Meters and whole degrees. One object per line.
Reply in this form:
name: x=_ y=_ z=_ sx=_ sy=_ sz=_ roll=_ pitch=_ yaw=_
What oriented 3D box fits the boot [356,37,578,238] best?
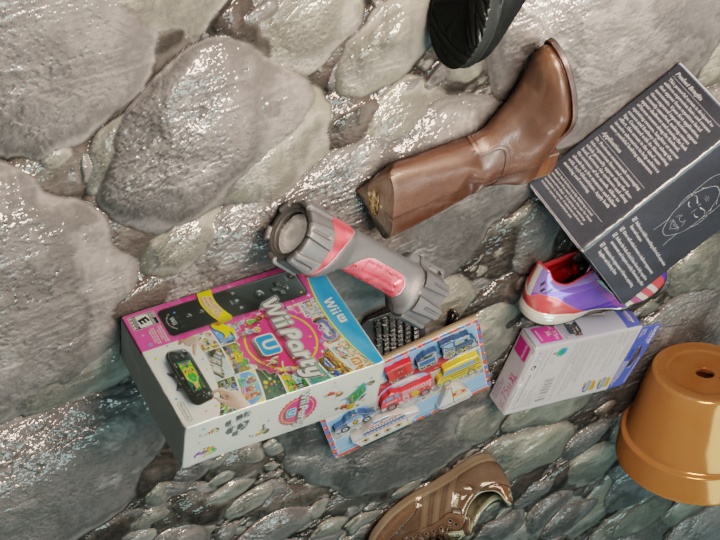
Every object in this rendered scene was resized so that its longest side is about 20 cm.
boot: x=0.095 y=-0.116 z=1.372 sx=0.199 sy=0.064 sz=0.187 roll=-19 pitch=145 yaw=-15

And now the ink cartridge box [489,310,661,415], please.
ink cartridge box: x=0.260 y=0.106 z=1.800 sx=0.199 sy=0.042 sz=0.120 roll=-8 pitch=138 yaw=-30

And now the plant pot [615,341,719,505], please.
plant pot: x=0.438 y=0.187 z=1.936 sx=0.199 sy=0.200 sz=0.141 roll=-15 pitch=125 yaw=-26

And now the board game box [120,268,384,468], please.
board game box: x=-0.101 y=0.081 z=1.366 sx=0.199 sy=0.148 sz=0.065 roll=-17 pitch=140 yaw=-25

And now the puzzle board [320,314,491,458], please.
puzzle board: x=0.049 y=0.133 z=1.645 sx=0.199 sy=0.017 sz=0.151 roll=-24 pitch=144 yaw=-5

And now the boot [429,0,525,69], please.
boot: x=0.153 y=-0.260 z=1.237 sx=0.162 sy=0.073 sz=0.199 roll=-15 pitch=141 yaw=-32

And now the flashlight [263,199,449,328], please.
flashlight: x=0.000 y=0.000 z=1.392 sx=0.068 sy=0.068 sz=0.200 roll=-36 pitch=136 yaw=25

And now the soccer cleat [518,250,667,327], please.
soccer cleat: x=0.268 y=0.006 z=1.666 sx=0.199 sy=0.068 sz=0.074 roll=-13 pitch=133 yaw=-27

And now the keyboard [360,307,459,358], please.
keyboard: x=0.061 y=0.091 z=1.631 sx=0.126 sy=0.021 sz=0.201 roll=-25 pitch=146 yaw=-14

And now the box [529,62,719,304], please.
box: x=0.300 y=-0.087 z=1.538 sx=0.200 sy=0.107 sz=0.148 roll=-38 pitch=146 yaw=6

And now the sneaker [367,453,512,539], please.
sneaker: x=0.101 y=0.313 z=1.886 sx=0.200 sy=0.076 sz=0.070 roll=-37 pitch=146 yaw=3
